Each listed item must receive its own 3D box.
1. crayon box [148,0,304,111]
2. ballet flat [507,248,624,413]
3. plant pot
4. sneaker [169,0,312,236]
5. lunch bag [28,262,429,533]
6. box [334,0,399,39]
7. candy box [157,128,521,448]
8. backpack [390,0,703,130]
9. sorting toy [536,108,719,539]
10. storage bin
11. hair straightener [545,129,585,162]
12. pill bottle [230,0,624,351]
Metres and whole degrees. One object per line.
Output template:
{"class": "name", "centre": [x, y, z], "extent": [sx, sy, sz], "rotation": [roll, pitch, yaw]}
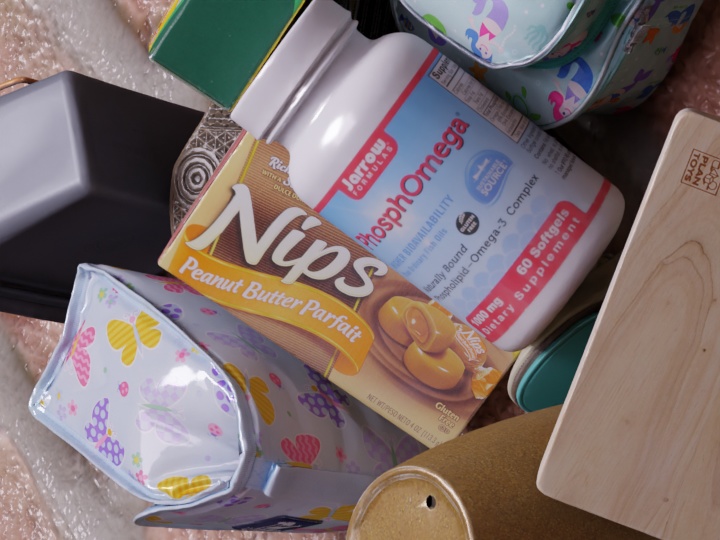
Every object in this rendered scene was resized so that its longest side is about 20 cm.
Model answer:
{"class": "crayon box", "centre": [-0.051, -0.182, 1.597], "extent": [0.173, 0.058, 0.200], "rotation": [-57, 8, 3]}
{"class": "ballet flat", "centre": [0.154, 0.007, 1.529], "extent": [0.200, 0.069, 0.070], "rotation": [-38, 60, 34]}
{"class": "plant pot", "centre": [0.093, 0.152, 1.469], "extent": [0.186, 0.199, 0.188], "rotation": [-5, 83, 45]}
{"class": "sneaker", "centre": [-0.061, -0.092, 1.744], "extent": [0.070, 0.075, 0.201], "rotation": [15, 95, 28]}
{"class": "lunch bag", "centre": [-0.070, 0.091, 1.662], "extent": [0.200, 0.169, 0.128], "rotation": [32, 106, 42]}
{"class": "box", "centre": [-0.005, -0.114, 1.681], "extent": [0.110, 0.035, 0.201], "rotation": [-161, 80, -75]}
{"class": "candy box", "centre": [0.000, 0.000, 1.601], "extent": [0.200, 0.055, 0.116], "rotation": [35, 115, -3]}
{"class": "backpack", "centre": [0.101, -0.177, 1.532], "extent": [0.177, 0.150, 0.201], "rotation": [39, 128, 25]}
{"class": "sorting toy", "centre": [0.213, 0.044, 1.390], "extent": [0.198, 0.070, 0.201], "rotation": [21, 101, 1]}
{"class": "storage bin", "centre": [-0.178, -0.061, 1.785], "extent": [0.134, 0.200, 0.146], "rotation": [-23, 69, 30]}
{"class": "hair straightener", "centre": [0.067, -0.070, 1.633], "extent": [0.200, 0.041, 0.077], "rotation": [47, 117, 38]}
{"class": "pill bottle", "centre": [0.034, -0.055, 1.504], "extent": [0.200, 0.109, 0.109], "rotation": [36, 118, -3]}
